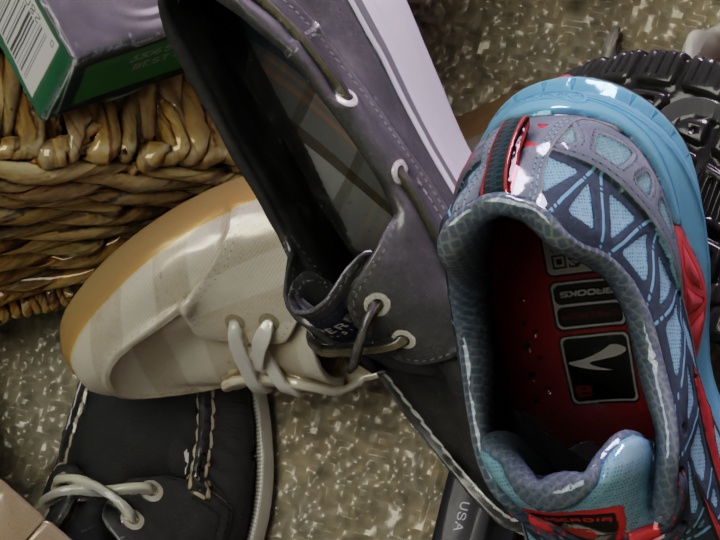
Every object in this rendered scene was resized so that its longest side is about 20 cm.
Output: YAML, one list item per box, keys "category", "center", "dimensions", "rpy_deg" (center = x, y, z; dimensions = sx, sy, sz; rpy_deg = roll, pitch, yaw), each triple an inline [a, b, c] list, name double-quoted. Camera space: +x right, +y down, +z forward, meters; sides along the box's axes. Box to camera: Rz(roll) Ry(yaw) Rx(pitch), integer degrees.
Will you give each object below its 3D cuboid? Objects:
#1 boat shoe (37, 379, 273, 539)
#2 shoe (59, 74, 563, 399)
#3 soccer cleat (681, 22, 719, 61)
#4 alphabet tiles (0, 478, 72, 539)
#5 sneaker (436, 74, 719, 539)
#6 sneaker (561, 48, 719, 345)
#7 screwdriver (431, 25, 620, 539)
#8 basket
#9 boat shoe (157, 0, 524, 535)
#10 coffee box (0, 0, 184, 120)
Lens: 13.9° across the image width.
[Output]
- category: "boat shoe"
  center: [-0.080, 0.099, 0.943]
  dimensions: [0.074, 0.060, 0.200]
  rpy_deg: [7, 80, 29]
- category: "shoe"
  center: [0.000, 0.000, 0.896]
  dimensions: [0.200, 0.070, 0.053]
  rpy_deg: [-23, 54, 13]
- category: "soccer cleat"
  center: [0.187, -0.065, 0.831]
  dimensions: [0.200, 0.078, 0.069]
  rpy_deg: [-14, 70, 25]
- category: "alphabet tiles"
  center: [-0.175, 0.116, 0.894]
  dimensions: [0.200, 0.008, 0.167]
  rpy_deg: [41, 82, 0]
- category: "sneaker"
  center: [0.059, 0.056, 0.761]
  dimensions: [0.079, 0.096, 0.200]
  rpy_deg: [-14, 101, 25]
- category: "sneaker"
  center: [0.134, 0.004, 0.825]
  dimensions: [0.200, 0.091, 0.076]
  rpy_deg: [28, 87, 19]
- category: "screwdriver"
  center: [0.051, 0.017, 0.920]
  dimensions: [0.029, 0.028, 0.200]
  rpy_deg: [-10, 62, 56]
- category: "basket"
  center: [-0.098, -0.091, 0.989]
  dimensions: [0.149, 0.143, 0.200]
  rpy_deg: [124, 141, -58]
- category: "boat shoe"
  center: [0.004, -0.007, 0.822]
  dimensions: [0.070, 0.066, 0.200]
  rpy_deg: [-14, 104, 50]
- category: "coffee box"
  center: [-0.086, -0.154, 0.912]
  dimensions: [0.200, 0.123, 0.044]
  rpy_deg: [62, 153, 15]
